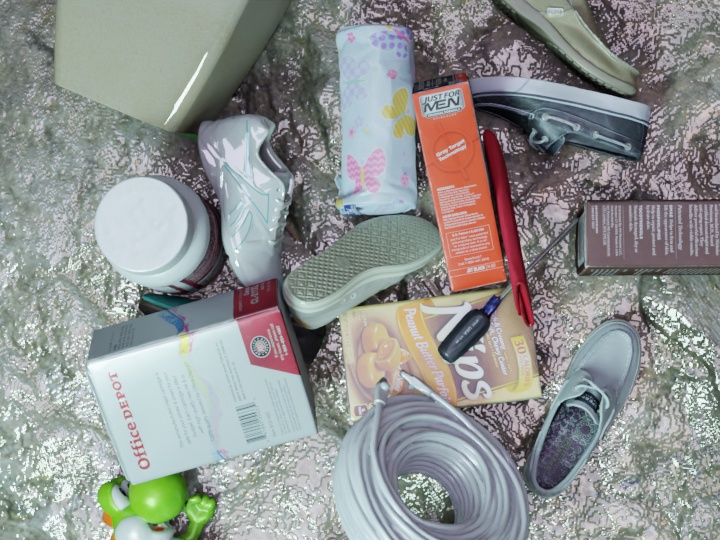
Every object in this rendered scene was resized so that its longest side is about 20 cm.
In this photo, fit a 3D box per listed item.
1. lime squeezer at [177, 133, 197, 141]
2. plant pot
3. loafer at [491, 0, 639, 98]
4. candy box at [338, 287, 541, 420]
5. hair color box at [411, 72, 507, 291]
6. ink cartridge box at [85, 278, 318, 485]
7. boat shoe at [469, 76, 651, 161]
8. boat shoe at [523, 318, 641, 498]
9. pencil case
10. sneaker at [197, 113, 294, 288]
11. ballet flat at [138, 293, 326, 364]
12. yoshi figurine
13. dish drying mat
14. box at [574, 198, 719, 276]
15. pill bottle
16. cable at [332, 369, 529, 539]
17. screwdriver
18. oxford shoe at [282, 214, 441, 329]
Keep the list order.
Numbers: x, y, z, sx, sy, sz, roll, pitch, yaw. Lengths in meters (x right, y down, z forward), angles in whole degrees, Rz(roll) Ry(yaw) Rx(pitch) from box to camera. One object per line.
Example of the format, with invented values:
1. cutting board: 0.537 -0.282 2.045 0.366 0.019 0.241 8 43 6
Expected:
1. lime squeezer: -0.121 -0.090 1.525 0.070 0.038 0.201 -37 84 32
2. plant pot: -0.205 -0.246 1.465 0.198 0.200 0.178 22 97 5
3. loafer: 0.218 -0.257 1.488 0.200 0.076 0.068 41 95 7
4. candy box: 0.081 0.086 1.479 0.198 0.055 0.117 -8 84 3
5. hair color box: 0.100 -0.091 1.443 0.061 0.102 0.202 -12 103 6
6. ink cartridge box: -0.157 0.110 1.433 0.198 0.083 0.147 -15 113 2
7. boat shoe: 0.199 -0.154 1.488 0.198 0.072 0.068 11 85 -2
8. boat shoe: 0.230 0.142 1.457 0.070 0.072 0.202 28 88 5
9. pencil case: 0.015 -0.155 1.491 0.083 0.090 0.202 3 85 -38
10. sneaker: -0.104 -0.062 1.463 0.080 0.070 0.202 -13 99 12
11. ballet flat: -0.136 0.067 1.493 0.198 0.068 0.069 5 99 4
12. yoshi figurine: -0.184 0.277 1.463 0.112 0.112 0.200 -41 82 -14
13. dish drying mat: 0.147 -0.044 1.429 0.018 0.077 0.201 -11 52 8
14. box: 0.321 -0.033 1.451 0.198 0.100 0.076 1 85 4
15. pill bottle: -0.198 -0.036 1.436 0.108 0.200 0.111 0 85 4
16. cable: 0.065 0.216 1.375 0.199 0.069 0.201 34 44 -3
17. screwdriver: 0.149 0.015 1.449 0.029 0.028 0.200 33 77 36
18. oxford shoe: 0.000 0.000 1.469 0.199 0.058 0.075 -29 59 -31
